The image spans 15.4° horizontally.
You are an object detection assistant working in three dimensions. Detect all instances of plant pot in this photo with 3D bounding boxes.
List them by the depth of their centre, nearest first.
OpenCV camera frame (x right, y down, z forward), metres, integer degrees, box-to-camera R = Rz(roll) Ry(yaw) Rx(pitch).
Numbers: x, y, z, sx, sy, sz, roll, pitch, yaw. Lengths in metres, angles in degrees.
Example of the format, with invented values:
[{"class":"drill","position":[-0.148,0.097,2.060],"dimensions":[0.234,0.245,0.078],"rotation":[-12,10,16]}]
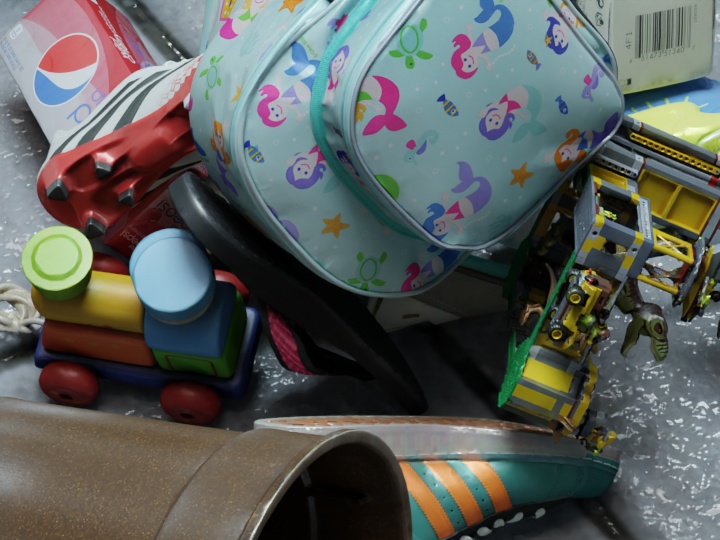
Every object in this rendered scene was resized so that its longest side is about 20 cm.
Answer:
[{"class":"plant pot","position":[-0.106,0.151,1.268],"dimensions":[0.198,0.200,0.200],"rotation":[13,46,25]}]

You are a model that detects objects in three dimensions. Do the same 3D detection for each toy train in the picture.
[{"class":"toy train","position":[-0.160,0.014,1.438],"dimensions":[0.200,0.116,0.085],"rotation":[9,66,11]}]

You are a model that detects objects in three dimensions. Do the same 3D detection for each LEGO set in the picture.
[{"class":"LEGO set","position":[0.150,0.010,1.384],"dimensions":[0.116,0.154,0.200],"rotation":[22,16,-6]}]

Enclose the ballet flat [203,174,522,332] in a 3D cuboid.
[{"class":"ballet flat","position":[0.000,0.000,1.493],"dimensions":[0.200,0.064,0.067],"rotation":[20,5,-7]}]

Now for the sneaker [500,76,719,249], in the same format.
[{"class":"sneaker","position":[0.146,-0.068,1.560],"dimensions":[0.200,0.076,0.105],"rotation":[-8,32,-16]}]

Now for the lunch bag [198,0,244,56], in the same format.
[{"class":"lunch bag","position":[-0.005,-0.137,1.545],"dimensions":[0.200,0.122,0.170],"rotation":[-48,27,-13]}]

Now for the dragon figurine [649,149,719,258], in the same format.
[{"class":"dragon figurine","position":[0.242,-0.030,1.514],"dimensions":[0.200,0.099,0.059],"rotation":[-35,52,-3]}]

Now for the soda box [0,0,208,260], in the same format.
[{"class":"soda box","position":[-0.143,-0.085,1.570],"dimensions":[0.070,0.063,0.200],"rotation":[-42,47,9]}]

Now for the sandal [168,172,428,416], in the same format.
[{"class":"sandal","position":[-0.039,0.020,1.415],"dimensions":[0.045,0.200,0.075],"rotation":[-45,33,10]}]

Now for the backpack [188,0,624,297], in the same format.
[{"class":"backpack","position":[0.021,-0.087,1.351],"dimensions":[0.200,0.178,0.151],"rotation":[-42,30,-3]}]

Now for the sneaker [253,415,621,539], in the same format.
[{"class":"sneaker","position":[0.038,0.117,1.378],"dimensions":[0.200,0.080,0.071],"rotation":[2,2,-17]}]

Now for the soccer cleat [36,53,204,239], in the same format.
[{"class":"soccer cleat","position":[-0.091,-0.090,1.451],"dimensions":[0.200,0.069,0.085],"rotation":[-29,33,15]}]

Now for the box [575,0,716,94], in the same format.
[{"class":"box","position":[0.125,-0.168,1.604],"dimensions":[0.082,0.068,0.200],"rotation":[-14,26,-28]}]
